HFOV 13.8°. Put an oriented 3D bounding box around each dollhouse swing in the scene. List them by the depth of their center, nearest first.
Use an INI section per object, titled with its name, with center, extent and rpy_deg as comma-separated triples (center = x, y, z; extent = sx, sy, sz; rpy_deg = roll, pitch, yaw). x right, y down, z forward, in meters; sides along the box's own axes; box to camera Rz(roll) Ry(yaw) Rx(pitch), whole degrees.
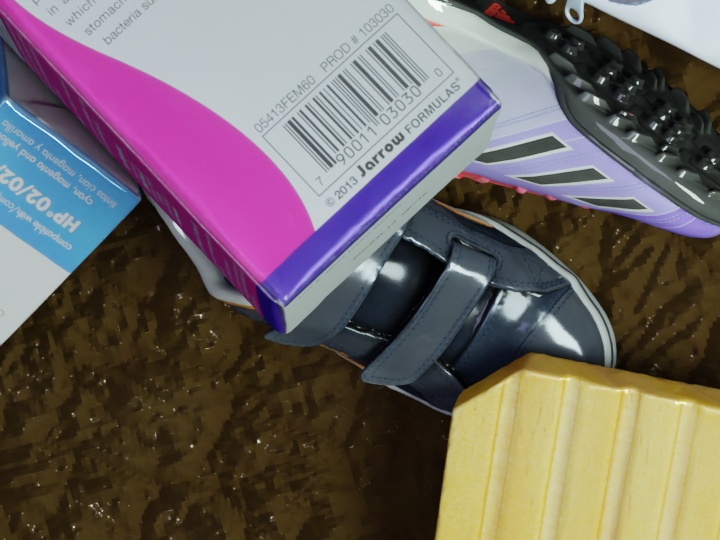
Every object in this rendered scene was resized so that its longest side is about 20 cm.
[dollhouse swing]
center = 0.095, 0.161, 1.051
extent = 0.200, 0.182, 0.176
rpy_deg = 12, 130, 8

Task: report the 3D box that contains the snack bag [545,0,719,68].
[snack bag]
center = 0.107, -0.177, 1.054
extent = 0.200, 0.021, 0.189
rpy_deg = 28, 99, 6

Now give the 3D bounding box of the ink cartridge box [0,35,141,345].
[ink cartridge box]
center = -0.175, -0.003, 1.102
extent = 0.068, 0.115, 0.200
rpy_deg = 37, 108, -26

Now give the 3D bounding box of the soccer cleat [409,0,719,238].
[soccer cleat]
center = 0.048, -0.059, 1.080
extent = 0.200, 0.068, 0.073
rpy_deg = 32, 116, 7

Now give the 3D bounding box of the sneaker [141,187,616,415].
[sneaker]
center = 0.000, 0.000, 1.091
extent = 0.200, 0.079, 0.078
rpy_deg = 31, 105, 4

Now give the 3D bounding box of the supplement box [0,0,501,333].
[supplement box]
center = -0.058, -0.087, 1.004
extent = 0.101, 0.103, 0.200
rpy_deg = -42, 86, -5
